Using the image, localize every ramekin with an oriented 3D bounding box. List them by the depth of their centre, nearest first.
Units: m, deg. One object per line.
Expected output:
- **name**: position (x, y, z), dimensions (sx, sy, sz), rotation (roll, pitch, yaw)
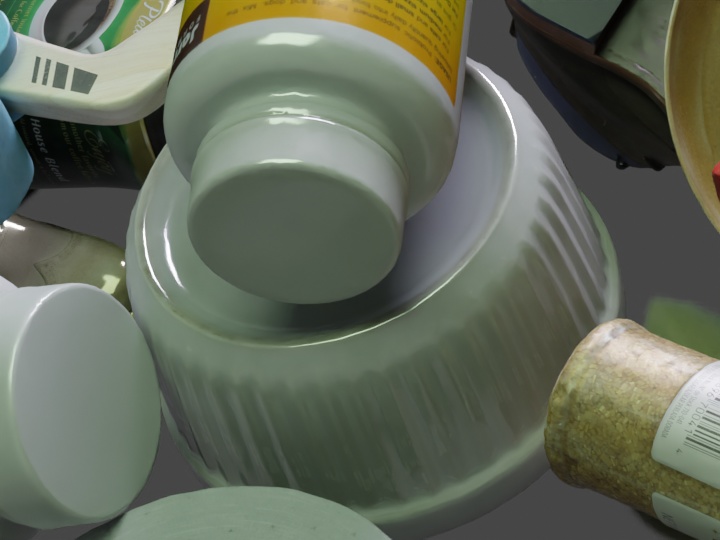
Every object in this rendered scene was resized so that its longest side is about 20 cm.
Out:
- **ramekin**: position (0.000, 0.000, 1.031), dimensions (0.199, 0.105, 0.201), rotation (-11, 49, 13)

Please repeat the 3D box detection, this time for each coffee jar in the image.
- **coffee jar**: position (-0.129, -0.085, 1.166), dimensions (0.198, 0.086, 0.105), rotation (2, 47, 24)

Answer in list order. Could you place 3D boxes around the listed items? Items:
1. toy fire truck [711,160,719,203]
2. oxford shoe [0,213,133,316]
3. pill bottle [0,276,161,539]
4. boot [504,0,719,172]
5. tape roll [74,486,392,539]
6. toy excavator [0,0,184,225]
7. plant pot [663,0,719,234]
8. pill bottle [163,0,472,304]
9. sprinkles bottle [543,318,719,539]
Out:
- **toy fire truck**: position (0.223, 0.025, 0.893), dimensions (0.199, 0.141, 0.049), rotation (30, 69, 36)
- **oxford shoe**: position (-0.183, -0.002, 1.125), dimensions (0.198, 0.074, 0.071), rotation (3, 52, 23)
- **pill bottle**: position (-0.182, 0.060, 1.016), dimensions (0.199, 0.120, 0.120), rotation (-8, 48, 33)
- **boot**: position (0.140, -0.073, 1.065), dimensions (0.200, 0.097, 0.075), rotation (40, 80, 8)
- **tape roll**: position (-0.053, 0.178, 0.928), dimensions (0.199, 0.066, 0.201), rotation (-12, 48, 13)
- **toy excavator**: position (-0.152, -0.072, 1.066), dimensions (0.199, 0.100, 0.195), rotation (16, 64, 18)
- **plant pot**: position (0.215, -0.072, 1.001), dimensions (0.198, 0.027, 0.202), rotation (0, 81, -1)
- **pill bottle**: position (-0.013, -0.089, 0.965), dimensions (0.108, 0.110, 0.201), rotation (-6, 49, 16)
- **sprinkles bottle**: position (0.163, 0.079, 0.925), dimensions (0.199, 0.068, 0.068), rotation (23, 62, 35)
